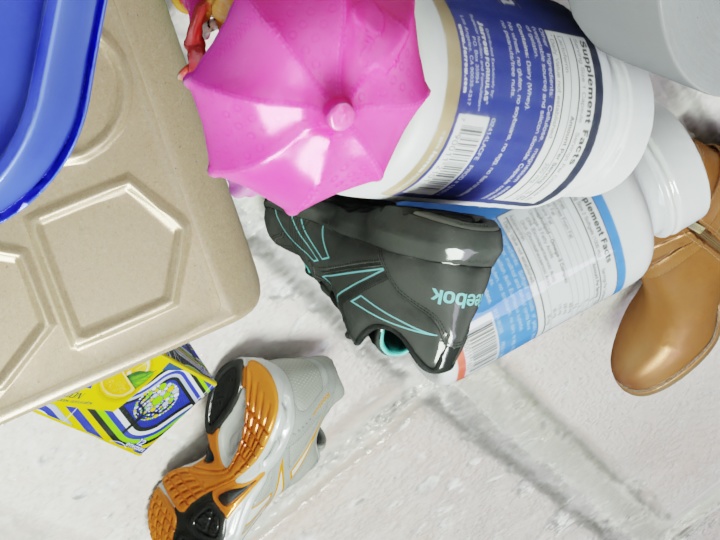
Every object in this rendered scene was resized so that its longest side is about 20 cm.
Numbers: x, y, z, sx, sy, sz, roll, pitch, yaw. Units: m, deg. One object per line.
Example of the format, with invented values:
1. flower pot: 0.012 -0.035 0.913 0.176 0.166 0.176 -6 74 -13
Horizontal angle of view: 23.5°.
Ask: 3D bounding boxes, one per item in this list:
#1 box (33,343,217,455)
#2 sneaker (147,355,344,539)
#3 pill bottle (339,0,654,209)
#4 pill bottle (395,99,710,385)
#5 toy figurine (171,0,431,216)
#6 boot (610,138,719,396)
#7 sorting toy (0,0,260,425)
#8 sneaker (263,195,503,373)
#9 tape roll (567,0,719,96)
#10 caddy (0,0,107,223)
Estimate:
1. box: -0.161 0.031 0.902 0.064 0.070 0.200 -43 148 8
2. sneaker: -0.068 0.134 1.132 0.091 0.076 0.201 -9 141 -43
3. pill bottle: 0.060 -0.091 0.908 0.199 0.116 0.116 3 133 -46
4. pill bottle: 0.107 -0.024 1.047 0.198 0.113 0.113 -28 148 -12
5. toy figurine: -0.035 -0.104 0.690 0.148 0.186 0.200 12 148 -20
6. boot: 0.210 -0.005 1.212 0.154 0.074 0.201 13 112 -53
7. sorting toy: -0.158 -0.032 0.780 0.198 0.036 0.187 -25 109 -20
8. sneaker: 0.000 0.000 0.911 0.075 0.199 0.080 4 96 -28
9. tape roll: 0.187 -0.193 0.871 0.199 0.066 0.202 -27 131 -36
10. caddy: -0.162 -0.106 0.621 0.140 0.105 0.203 12 96 -4
